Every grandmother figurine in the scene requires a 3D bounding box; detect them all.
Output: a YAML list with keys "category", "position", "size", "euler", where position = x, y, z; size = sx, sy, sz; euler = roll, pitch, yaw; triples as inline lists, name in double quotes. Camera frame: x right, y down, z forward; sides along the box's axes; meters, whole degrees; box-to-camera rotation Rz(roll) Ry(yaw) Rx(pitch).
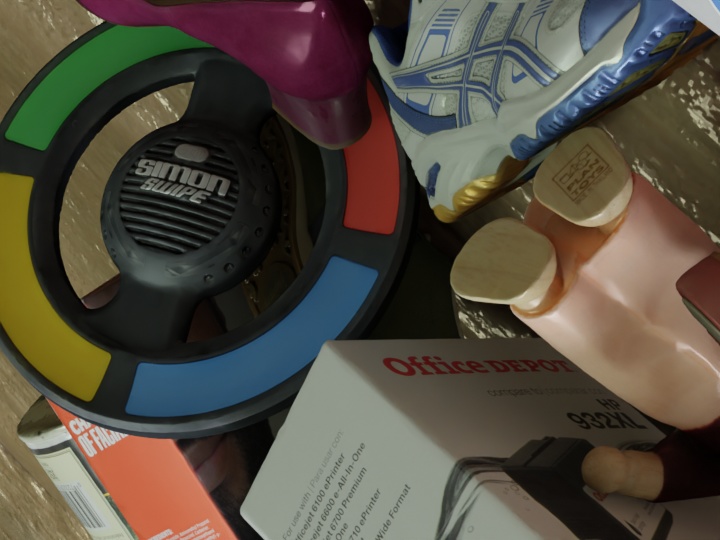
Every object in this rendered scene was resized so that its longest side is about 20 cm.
- category: "grandmother figurine"
  position: [0.126, 0.032, 0.682]
  size: [0.200, 0.121, 0.061]
  euler: [41, -167, -33]

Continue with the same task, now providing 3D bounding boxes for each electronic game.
- category: "electronic game"
  position: [-0.072, -0.027, 0.834]
  size: [0.200, 0.200, 0.042]
  euler: [39, 174, 24]

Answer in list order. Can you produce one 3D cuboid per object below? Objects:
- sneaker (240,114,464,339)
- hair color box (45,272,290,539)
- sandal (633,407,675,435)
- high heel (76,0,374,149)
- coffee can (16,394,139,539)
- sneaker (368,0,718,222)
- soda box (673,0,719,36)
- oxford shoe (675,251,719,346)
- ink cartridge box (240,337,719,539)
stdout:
- category: "sneaker"
  position: [0.000, 0.000, 0.890]
  size: [0.067, 0.090, 0.201]
  euler: [-53, 46, 42]
- category: "hair color box"
  position: [-0.058, 0.085, 0.919]
  size: [0.064, 0.111, 0.200]
  euler: [-32, 94, 42]
- category: "sandal"
  position: [0.129, 0.112, 0.801]
  size: [0.200, 0.082, 0.055]
  euler: [36, 176, 24]
- category: "high heel"
  position: [-0.070, -0.133, 0.805]
  size: [0.200, 0.067, 0.096]
  euler: [34, 159, 21]
- category: "coffee can"
  position: [-0.078, 0.130, 1.111]
  size: [0.200, 0.146, 0.146]
  euler: [57, 155, -13]
- category: "sneaker"
  position: [0.055, -0.085, 0.679]
  size: [0.088, 0.075, 0.200]
  euler: [61, 150, 4]
- category: "soda box"
  position: [0.155, -0.075, 0.534]
  size: [0.200, 0.063, 0.070]
  euler: [42, 154, 21]
- category: "oxford shoe"
  position: [0.190, 0.045, 0.635]
  size: [0.200, 0.075, 0.070]
  euler: [41, -175, -28]
- category: "ink cartridge box"
  position: [0.077, 0.111, 0.710]
  size: [0.200, 0.145, 0.084]
  euler: [41, 115, 34]
